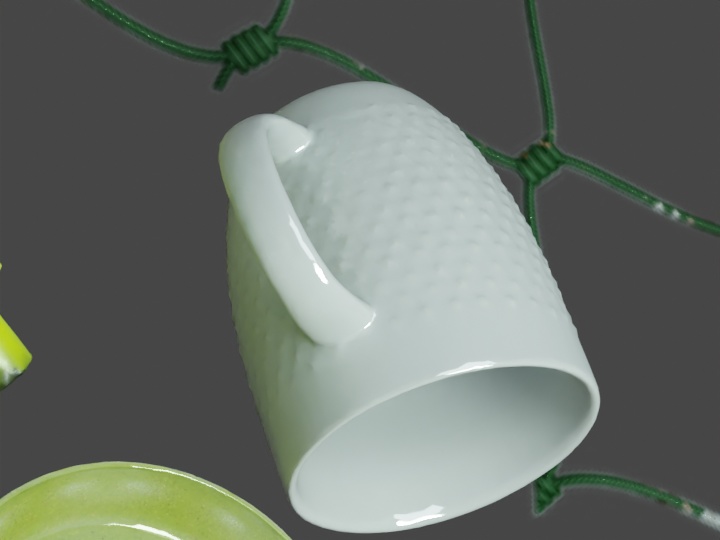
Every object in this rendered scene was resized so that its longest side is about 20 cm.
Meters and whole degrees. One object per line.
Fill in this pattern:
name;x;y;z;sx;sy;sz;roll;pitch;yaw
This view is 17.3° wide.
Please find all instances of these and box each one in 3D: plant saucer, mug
plant saucer;-0.091;0.177;0.971;0.199;0.031;0.201;14;58;-23
mug;0.000;0.000;1.062;0.200;0.147;0.176;35;30;-55

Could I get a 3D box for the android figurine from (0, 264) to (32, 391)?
android figurine;-0.219;-0.012;0.982;0.200;0.041;0.182;52;29;-20
